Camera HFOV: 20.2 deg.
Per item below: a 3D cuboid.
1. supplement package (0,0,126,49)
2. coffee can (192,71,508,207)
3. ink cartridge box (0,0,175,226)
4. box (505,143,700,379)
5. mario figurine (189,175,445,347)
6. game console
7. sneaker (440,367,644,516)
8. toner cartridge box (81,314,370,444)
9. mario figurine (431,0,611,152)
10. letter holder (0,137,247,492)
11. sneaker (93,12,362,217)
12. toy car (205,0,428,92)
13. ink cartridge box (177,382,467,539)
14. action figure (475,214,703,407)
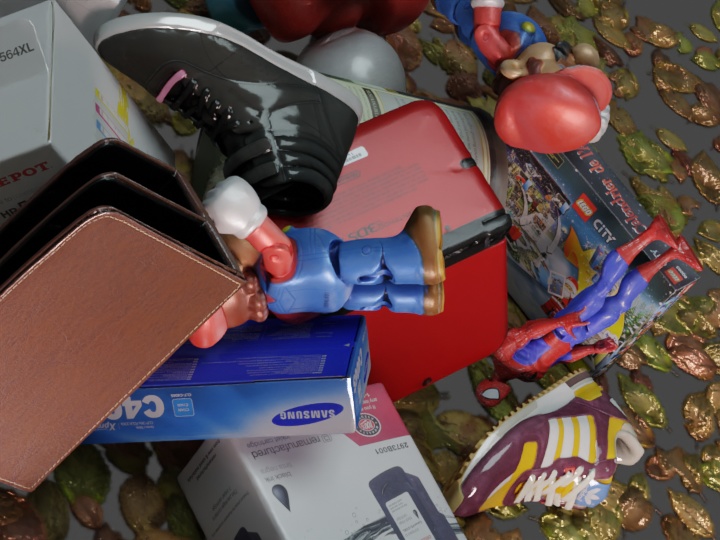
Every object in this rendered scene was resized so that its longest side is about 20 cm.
[{"bbox_3d":[-0.240,-0.186,1.436,0.121,0.200,0.120,31,42,-8],"label":"supplement package"},{"bbox_3d":[-0.008,-0.072,1.542,0.199,0.146,0.147,11,49,-28],"label":"coffee can"},{"bbox_3d":[-0.221,-0.070,1.334,0.200,0.128,0.126,53,25,-49],"label":"ink cartridge box"},{"bbox_3d":[0.164,-0.026,1.632,0.038,0.137,0.200,-24,70,-45],"label":"box"},{"bbox_3d":[-0.047,-0.016,1.313,0.199,0.124,0.106,-3,24,-3],"label":"mario figurine"},{"bbox_3d":[0.000,0.000,1.460,0.199,0.119,0.173,-24,74,-24],"label":"game console"},{"bbox_3d":[0.143,0.146,1.516,0.090,0.075,0.200,47,44,12],"label":"sneaker"},{"bbox_3d":[-0.097,0.072,1.334,0.199,0.043,0.095,-3,25,8],"label":"toner cartridge box"},{"bbox_3d":[0.136,-0.169,1.542,0.123,0.106,0.200,4,35,-31],"label":"mario figurine"},{"bbox_3d":[-0.196,0.018,1.210,0.142,0.200,0.101,28,23,-51],"label":"letter holder"},{"bbox_3d":[-0.090,-0.101,1.360,0.199,0.071,0.100,21,56,-23],"label":"sneaker"},{"bbox_3d":[-0.002,-0.179,1.659,0.176,0.184,0.201,-15,93,-43],"label":"toy car"},{"bbox_3d":[-0.011,0.190,1.360,0.144,0.084,0.201,-10,60,-39],"label":"ink cartridge box"},{"bbox_3d":[0.167,0.040,1.545,0.065,0.200,0.052,32,26,-50],"label":"action figure"}]
